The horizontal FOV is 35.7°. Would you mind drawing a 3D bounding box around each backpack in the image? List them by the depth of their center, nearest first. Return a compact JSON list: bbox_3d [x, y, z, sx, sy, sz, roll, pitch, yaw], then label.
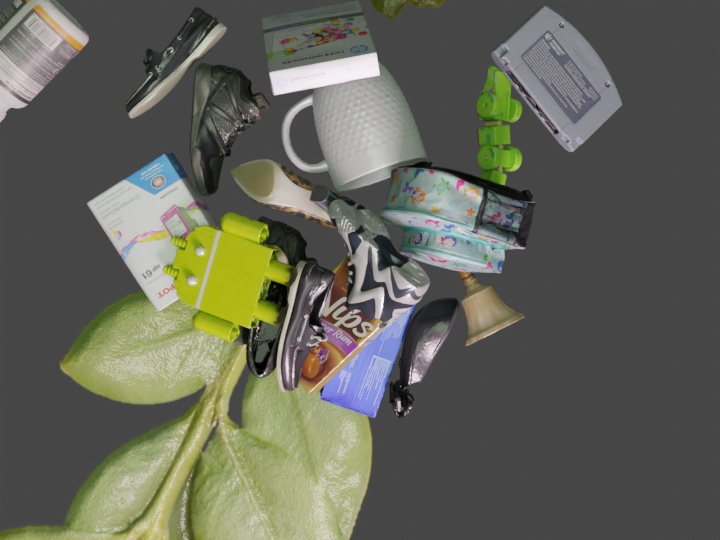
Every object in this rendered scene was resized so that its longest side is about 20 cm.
[{"bbox_3d":[0.130,-0.080,1.638,0.199,0.177,0.151,22,84,-26],"label":"backpack"}]

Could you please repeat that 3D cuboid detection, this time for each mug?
[{"bbox_3d":[-0.021,-0.218,1.677,0.199,0.148,0.176,-19,87,1],"label":"mug"}]

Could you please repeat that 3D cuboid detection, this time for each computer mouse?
[{"bbox_3d":[0.086,0.124,1.724,0.053,0.139,0.201,27,95,-5],"label":"computer mouse"}]

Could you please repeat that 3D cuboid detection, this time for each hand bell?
[{"bbox_3d":[0.168,0.006,1.755,0.104,0.104,0.201,-26,85,0],"label":"hand bell"}]

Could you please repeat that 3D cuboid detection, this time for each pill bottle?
[{"bbox_3d":[-0.510,-0.315,1.657,0.200,0.116,0.116,-44,97,3],"label":"pill bottle"}]

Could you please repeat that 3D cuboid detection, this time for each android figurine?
[{"bbox_3d":[-0.195,0.007,1.635,0.199,0.041,0.183,21,98,14],"label":"android figurine"}]

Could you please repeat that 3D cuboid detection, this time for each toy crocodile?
[{"bbox_3d":[0.207,-0.215,1.735,0.067,0.062,0.201,-4,96,-42],"label":"toy crocodile"}]

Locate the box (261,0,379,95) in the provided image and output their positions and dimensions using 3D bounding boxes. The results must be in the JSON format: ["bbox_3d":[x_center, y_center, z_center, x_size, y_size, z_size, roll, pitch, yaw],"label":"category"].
[{"bbox_3d":[-0.063,-0.329,1.639,0.155,0.200,0.041,-10,126,-1],"label":"box"}]

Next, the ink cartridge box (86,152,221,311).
[{"bbox_3d":[-0.299,-0.059,1.712,0.144,0.085,0.200,-32,98,1],"label":"ink cartridge box"}]

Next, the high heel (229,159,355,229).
[{"bbox_3d":[-0.100,-0.111,1.739,0.199,0.143,0.072,18,82,29],"label":"high heel"}]

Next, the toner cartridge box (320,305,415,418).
[{"bbox_3d":[0.012,0.122,1.769,0.095,0.043,0.201,20,95,-5],"label":"toner cartridge box"}]

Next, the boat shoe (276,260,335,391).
[{"bbox_3d":[-0.080,0.089,1.665,0.062,0.073,0.201,11,98,10],"label":"boat shoe"}]

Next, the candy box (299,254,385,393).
[{"bbox_3d":[-0.040,0.080,1.720,0.200,0.056,0.117,-44,78,10],"label":"candy box"}]

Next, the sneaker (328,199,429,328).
[{"bbox_3d":[0.000,0.000,1.630,0.199,0.079,0.130,45,121,16],"label":"sneaker"}]

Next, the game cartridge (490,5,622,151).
[{"bbox_3d":[0.308,-0.300,1.723,0.133,0.041,0.200,-42,100,-9],"label":"game cartridge"}]

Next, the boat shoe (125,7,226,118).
[{"bbox_3d":[-0.294,-0.318,1.689,0.066,0.075,0.199,45,92,-4],"label":"boat shoe"}]

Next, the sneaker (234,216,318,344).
[{"bbox_3d":[-0.131,0.027,1.727,0.114,0.076,0.200,17,90,2],"label":"sneaker"}]

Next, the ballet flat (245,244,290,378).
[{"bbox_3d":[-0.134,0.062,1.661,0.066,0.057,0.201,3,100,-8],"label":"ballet flat"}]

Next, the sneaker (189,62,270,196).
[{"bbox_3d":[-0.200,-0.212,1.704,0.114,0.076,0.200,5,91,3],"label":"sneaker"}]
